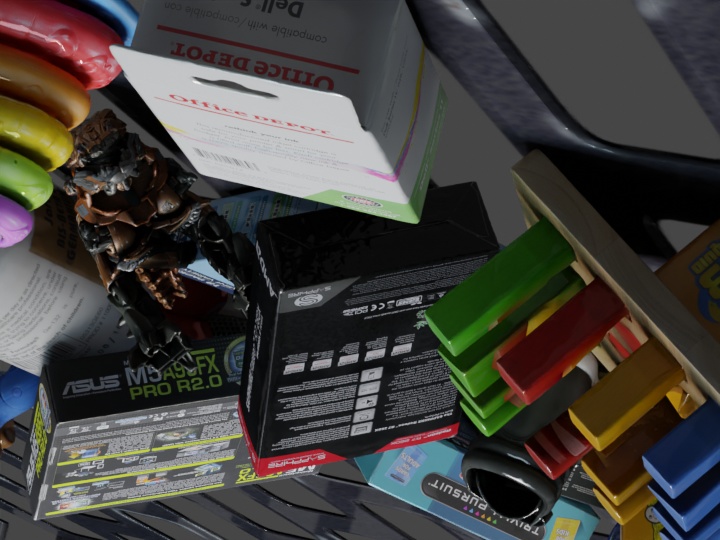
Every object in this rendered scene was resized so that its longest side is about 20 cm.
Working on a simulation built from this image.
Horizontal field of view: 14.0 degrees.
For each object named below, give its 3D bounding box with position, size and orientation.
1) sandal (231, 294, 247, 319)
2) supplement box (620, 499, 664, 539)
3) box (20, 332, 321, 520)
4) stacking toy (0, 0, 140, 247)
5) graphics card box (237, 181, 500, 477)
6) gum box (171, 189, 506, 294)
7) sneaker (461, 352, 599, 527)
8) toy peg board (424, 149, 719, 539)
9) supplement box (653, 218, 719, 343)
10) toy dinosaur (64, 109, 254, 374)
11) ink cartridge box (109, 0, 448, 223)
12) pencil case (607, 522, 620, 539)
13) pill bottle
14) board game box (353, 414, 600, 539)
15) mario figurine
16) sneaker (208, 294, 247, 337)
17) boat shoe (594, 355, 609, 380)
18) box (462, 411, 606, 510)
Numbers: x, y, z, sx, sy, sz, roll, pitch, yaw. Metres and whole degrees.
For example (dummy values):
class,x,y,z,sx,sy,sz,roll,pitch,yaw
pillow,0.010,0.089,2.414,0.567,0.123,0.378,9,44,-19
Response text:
class,x,y,z,sx,sy,sz,roll,pitch,yaw
sandal,-0.021,0.031,1.901,0.199,0.043,0.076,21,167,-26
supplement box,0.260,0.113,1.666,0.199,0.110,0.109,-8,157,33
box,-0.111,0.096,1.878,0.199,0.044,0.160,-8,156,-15
stacking toy,-0.179,-0.050,1.350,0.115,0.201,0.110,11,167,17
graphics card box,0.001,0.035,1.602,0.125,0.051,0.200,-11,150,-12
gum box,0.000,0.000,1.731,0.169,0.045,0.200,21,166,-25
sneaker,0.105,0.104,1.706,0.070,0.100,0.200,22,169,19
toy peg board,0.126,0.072,1.497,0.199,0.098,0.200,49,174,22
supplement box,0.192,0.028,1.529,0.069,0.066,0.200,50,173,11
toy dinosaur,-0.114,-0.023,1.636,0.136,0.102,0.200,51,-168,19
ink cartridge box,-0.033,-0.088,1.313,0.116,0.068,0.200,13,169,12
pencil case,0.176,0.204,1.868,0.078,0.087,0.200,36,-165,10
pill bottle,-0.229,-0.010,1.802,0.114,0.115,0.200,5,164,41
board game box,0.059,0.118,1.927,0.150,0.047,0.200,26,-170,-17
mario figurine,-0.169,0.068,1.931,0.199,0.124,0.106,-33,130,10
sneaker,-0.123,0.050,2.001,0.199,0.092,0.078,9,166,28
boat shoe,0.166,0.062,1.759,0.073,0.063,0.201,10,167,23
box,0.172,0.118,1.917,0.199,0.044,0.160,19,-168,-20
